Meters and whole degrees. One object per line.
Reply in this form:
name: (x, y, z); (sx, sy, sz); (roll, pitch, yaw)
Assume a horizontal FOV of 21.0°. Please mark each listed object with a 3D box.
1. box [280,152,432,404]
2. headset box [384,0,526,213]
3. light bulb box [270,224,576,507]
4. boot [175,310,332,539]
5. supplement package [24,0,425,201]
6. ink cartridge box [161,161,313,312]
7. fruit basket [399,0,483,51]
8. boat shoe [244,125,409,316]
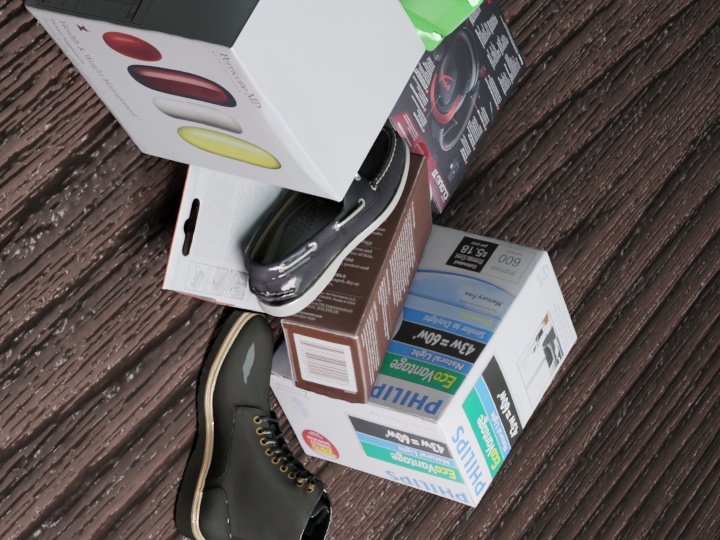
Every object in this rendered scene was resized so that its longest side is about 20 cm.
box: (0.000, 0.000, 1.657); (0.101, 0.074, 0.201); (82, 26, -52)
headset box: (0.056, -0.162, 1.754); (0.201, 0.075, 0.149); (-60, 143, -22)
light bulb box: (0.055, 0.075, 1.733); (0.201, 0.197, 0.125); (-55, 140, -28)
boot: (-0.069, 0.144, 1.633); (0.077, 0.137, 0.202); (2, 99, -55)
supplement package: (-0.096, -0.177, 1.421); (0.148, 0.199, 0.192); (-61, 143, -20)
ink cartridge box: (-0.105, -0.027, 1.596); (0.199, 0.050, 0.110); (14, 89, -55)
fruit basket: (0.016, -0.295, 1.524); (0.214, 0.155, 0.217); (22, 49, -28)
boat shoe: (-0.029, -0.054, 1.594); (0.200, 0.073, 0.061); (-51, 142, -23)
